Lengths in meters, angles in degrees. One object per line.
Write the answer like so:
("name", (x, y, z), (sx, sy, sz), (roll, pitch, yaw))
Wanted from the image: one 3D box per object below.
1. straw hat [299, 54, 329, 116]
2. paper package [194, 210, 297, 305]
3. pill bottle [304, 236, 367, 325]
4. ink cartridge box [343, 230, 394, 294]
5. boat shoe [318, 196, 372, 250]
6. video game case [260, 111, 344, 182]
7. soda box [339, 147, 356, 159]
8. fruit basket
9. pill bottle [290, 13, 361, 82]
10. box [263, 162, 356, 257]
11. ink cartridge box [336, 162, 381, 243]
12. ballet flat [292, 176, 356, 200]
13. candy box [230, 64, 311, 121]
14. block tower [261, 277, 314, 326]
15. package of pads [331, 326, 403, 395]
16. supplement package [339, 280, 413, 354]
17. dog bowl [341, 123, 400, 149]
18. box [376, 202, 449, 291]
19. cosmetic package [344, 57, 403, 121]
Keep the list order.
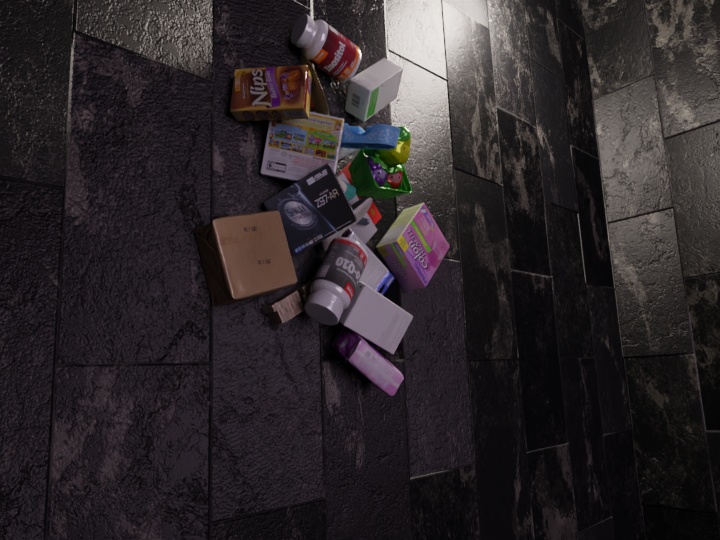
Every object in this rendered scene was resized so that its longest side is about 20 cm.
("straw hat", (-0.159, -0.469, 1.531), (0.083, 0.201, 0.207), (-24, 99, -9))
("paper package", (-0.269, -0.034, 1.346), (0.196, 0.102, 0.198), (-16, 90, -43))
("pill bottle", (-0.062, 0.028, 1.449), (0.114, 0.112, 0.205), (41, 55, -28))
("ink cartridge box", (0.000, 0.000, 1.616), (0.200, 0.042, 0.121), (44, 76, -25))
("boat shoe", (-0.049, -0.143, 1.566), (0.060, 0.074, 0.200), (42, 80, 18))
("video game case", (-0.151, -0.323, 1.480), (0.192, 0.023, 0.190), (10, 85, -4))
("soda box", (-0.089, -0.336, 1.608), (0.199, 0.067, 0.065), (-38, 106, -41))
("fruit basket", (0.086, -0.312, 1.661), (0.211, 0.214, 0.161), (-8, 72, -43))
("pill bottle", (-0.100, -0.641, 1.633), (0.196, 0.111, 0.117), (22, 66, -38))
("box", (-0.127, -0.155, 1.459), (0.164, 0.195, 0.044), (62, 6, -13))
("ink cartridge box", (-0.015, -0.195, 1.665), (0.177, 0.044, 0.203), (-49, 114, -37))
("ballet flat", (-0.095, -0.223, 1.527), (0.193, 0.071, 0.069), (-5, 60, -20))
("candy box", (-0.224, -0.443, 1.422), (0.057, 0.192, 0.121), (55, 36, -72))
("block tower", (-0.160, 0.076, 1.460), (0.198, 0.053, 0.060), (-30, 100, -43))
("package of pads", (0.021, 0.248, 1.545), (0.200, 0.120, 0.076), (43, 82, -29))
("supplement package", (0.025, 0.119, 1.559), (0.198, 0.119, 0.124), (34, 86, -33))
("dog bowl", (0.013, -0.364, 1.547), (0.111, 0.192, 0.052), (-6, 101, -74))
("box", (0.169, -0.074, 1.779), (0.178, 0.095, 0.201), (55, 50, -20))
("cosmetic package", (0.042, -0.558, 1.742), (0.083, 0.110, 0.200), (32, 50, 17))
